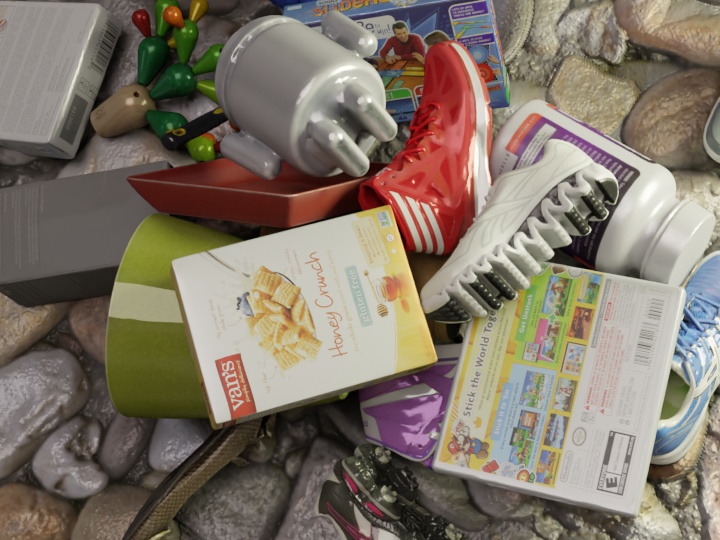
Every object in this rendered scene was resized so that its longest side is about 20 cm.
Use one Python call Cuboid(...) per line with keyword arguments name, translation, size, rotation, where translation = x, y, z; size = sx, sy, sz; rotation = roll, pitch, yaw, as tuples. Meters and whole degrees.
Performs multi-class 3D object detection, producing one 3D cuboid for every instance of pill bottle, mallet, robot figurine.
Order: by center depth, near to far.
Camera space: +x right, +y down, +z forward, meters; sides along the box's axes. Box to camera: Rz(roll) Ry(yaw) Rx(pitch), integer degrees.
Cuboid(name="robot figurine", translation=(-0.056, -0.158, 1.396), size=(0.170, 0.113, 0.200), rotation=(-48, 51, -6))
Cuboid(name="pill bottle", translation=(0.215, -0.063, 1.403), size=(0.199, 0.111, 0.112), rotation=(32, 83, 23))
Cuboid(name="mallet", translation=(-0.113, -0.155, 1.509), size=(0.065, 0.041, 0.200), rotation=(30, 42, 14))

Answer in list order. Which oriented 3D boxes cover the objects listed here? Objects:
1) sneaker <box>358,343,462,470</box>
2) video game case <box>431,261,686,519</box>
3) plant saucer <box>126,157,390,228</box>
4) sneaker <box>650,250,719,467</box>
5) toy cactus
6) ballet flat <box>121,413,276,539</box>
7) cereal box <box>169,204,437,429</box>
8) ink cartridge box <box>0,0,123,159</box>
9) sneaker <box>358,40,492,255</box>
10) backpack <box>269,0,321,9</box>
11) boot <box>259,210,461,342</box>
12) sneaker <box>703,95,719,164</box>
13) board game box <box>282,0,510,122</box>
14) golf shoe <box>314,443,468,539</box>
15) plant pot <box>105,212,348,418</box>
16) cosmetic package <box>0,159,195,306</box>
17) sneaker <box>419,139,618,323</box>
Cuboid(name="sneaker", translation=(0.096, 0.123, 1.407), size=(0.198, 0.073, 0.116), rotation=(-5, 80, 20))
Cuboid(name="video game case", translation=(0.171, 0.095, 1.330), size=(0.180, 0.023, 0.202), rotation=(11, 76, 19))
Cuboid(name="plant saucer", translation=(-0.082, -0.075, 1.442), size=(0.198, 0.199, 0.037), rotation=(9, 105, 35))
Cuboid(name="sneaker", translation=(0.293, 0.073, 1.356), size=(0.075, 0.077, 0.202), rotation=(18, 77, 22))
Cuboid(name="toy cactus", translation=(-0.205, -0.183, 1.581), size=(0.164, 0.102, 0.202), rotation=(-26, 76, 17))
Cuboid(name="ballet flat", translation=(-0.150, 0.195, 1.458), size=(0.046, 0.067, 0.200), rotation=(43, 84, -9))
Cuboid(name="cereal box", translation=(-0.049, 0.038, 1.308), size=(0.198, 0.040, 0.145), rotation=(-15, 79, -14))
Cuboid(name="ink cartridge box", translation=(-0.361, -0.207, 1.660), size=(0.198, 0.047, 0.162), rotation=(8, 74, 36))
Cuboid(name="sneaker", translation=(0.054, -0.111, 1.384), size=(0.114, 0.078, 0.202), rotation=(-2, 73, -22))
Cuboid(name="backpack", translation=(-0.006, -0.331, 1.525), size=(0.167, 0.163, 0.200), rotation=(38, 85, 20))
Cuboid(name="boot", translation=(0.000, 0.000, 1.457), size=(0.197, 0.067, 0.176), rotation=(-3, 44, 13))
Cuboid(name="sneaker", translation=(0.382, -0.189, 1.390), size=(0.083, 0.121, 0.200), rotation=(40, 87, 23))
Cuboid(name="board game box", translation=(0.036, -0.205, 1.486), size=(0.197, 0.136, 0.035), rotation=(-6, 44, 12))
Cuboid(name="golf shoe", translation=(0.041, 0.252, 1.384), size=(0.201, 0.077, 0.088), rotation=(52, 122, 16))
Cuboid(name="plant pot", translation=(-0.103, 0.055, 1.398), size=(0.197, 0.187, 0.189), rotation=(8, 75, 11))
Cuboid(name="cosmetic package", translation=(-0.267, -0.035, 1.548), size=(0.197, 0.090, 0.108), rotation=(-6, 71, 11))
Cuboid(name="sneaker", translation=(0.126, -0.032, 1.337), size=(0.199, 0.075, 0.081), rotation=(-39, 58, 0))
